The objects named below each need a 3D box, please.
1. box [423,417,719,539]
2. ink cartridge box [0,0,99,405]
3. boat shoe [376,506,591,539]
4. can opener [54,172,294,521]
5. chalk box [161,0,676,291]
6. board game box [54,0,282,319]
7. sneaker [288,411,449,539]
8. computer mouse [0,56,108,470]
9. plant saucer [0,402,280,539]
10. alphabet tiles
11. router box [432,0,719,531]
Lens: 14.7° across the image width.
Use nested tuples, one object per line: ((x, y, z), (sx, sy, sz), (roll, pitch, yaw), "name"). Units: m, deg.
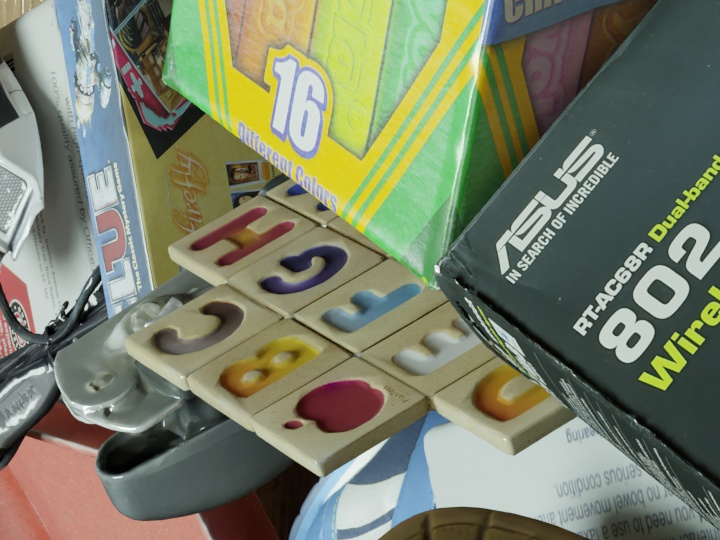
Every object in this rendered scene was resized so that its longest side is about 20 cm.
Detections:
((0.124, 0.114, 0.715), (0.184, 0.104, 0.201), (-22, 78, 57), "box")
((-0.067, -0.031, 1.011), (0.200, 0.082, 0.148), (-17, 84, 59), "ink cartridge box")
((0.080, 0.108, 0.637), (0.199, 0.071, 0.065), (18, 147, 46), "boat shoe")
((0.000, 0.000, 0.823), (0.053, 0.199, 0.067), (32, 148, 51), "can opener")
((0.045, -0.117, 0.655), (0.124, 0.123, 0.201), (38, 128, 45), "chalk box")
((-0.028, -0.073, 0.888), (0.035, 0.135, 0.201), (-13, 86, 58), "board game box")
((0.035, 0.082, 0.885), (0.082, 0.074, 0.201), (56, 142, 31), "sneaker")
((-0.132, -0.027, 0.988), (0.110, 0.044, 0.200), (-49, 49, 26), "computer mouse")
((-0.072, 0.125, 1.023), (0.199, 0.037, 0.201), (11, 135, 50), "plant saucer")
((0.043, -0.013, 0.736), (0.166, 0.199, 0.006), (28, 143, 53), "alphabet tiles")
((0.134, -0.026, 0.589), (0.200, 0.062, 0.150), (-50, 48, -3), "router box")
